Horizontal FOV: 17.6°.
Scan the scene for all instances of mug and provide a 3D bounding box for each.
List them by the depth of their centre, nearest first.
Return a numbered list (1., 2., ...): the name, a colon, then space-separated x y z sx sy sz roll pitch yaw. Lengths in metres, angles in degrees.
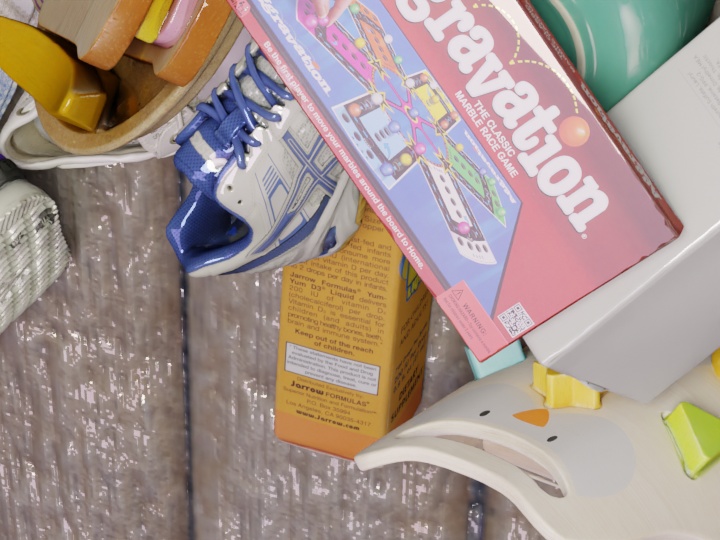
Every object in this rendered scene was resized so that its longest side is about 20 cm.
1. mug: 0.084 -0.110 1.042 0.152 0.114 0.185 -30 105 36

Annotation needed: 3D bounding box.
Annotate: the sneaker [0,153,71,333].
1. sneaker: -0.213 -0.028 1.236 0.099 0.070 0.200 41 160 7

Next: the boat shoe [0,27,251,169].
1. boat shoe: -0.098 -0.087 1.170 0.200 0.069 0.071 -18 111 32

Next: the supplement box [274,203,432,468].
1. supplement box: 0.000 0.000 1.186 0.069 0.067 0.200 14 127 16

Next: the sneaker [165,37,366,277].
1. sneaker: -0.035 -0.064 1.031 0.075 0.088 0.200 53 148 31

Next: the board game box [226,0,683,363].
1. board game box: 0.034 -0.071 0.957 0.103 0.019 0.200 -34 95 19

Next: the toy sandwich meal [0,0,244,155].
1. toy sandwich meal: -0.110 -0.143 1.062 0.070 0.206 0.205 24 137 -34

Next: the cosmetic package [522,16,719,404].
1. cosmetic package: 0.157 -0.036 1.012 0.200 0.113 0.081 -38 61 16

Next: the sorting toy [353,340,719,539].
1. sorting toy: 0.095 0.085 1.100 0.200 0.180 0.107 19 112 34

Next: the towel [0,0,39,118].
1. towel: -0.233 -0.144 1.224 0.147 0.024 0.200 35 127 3
